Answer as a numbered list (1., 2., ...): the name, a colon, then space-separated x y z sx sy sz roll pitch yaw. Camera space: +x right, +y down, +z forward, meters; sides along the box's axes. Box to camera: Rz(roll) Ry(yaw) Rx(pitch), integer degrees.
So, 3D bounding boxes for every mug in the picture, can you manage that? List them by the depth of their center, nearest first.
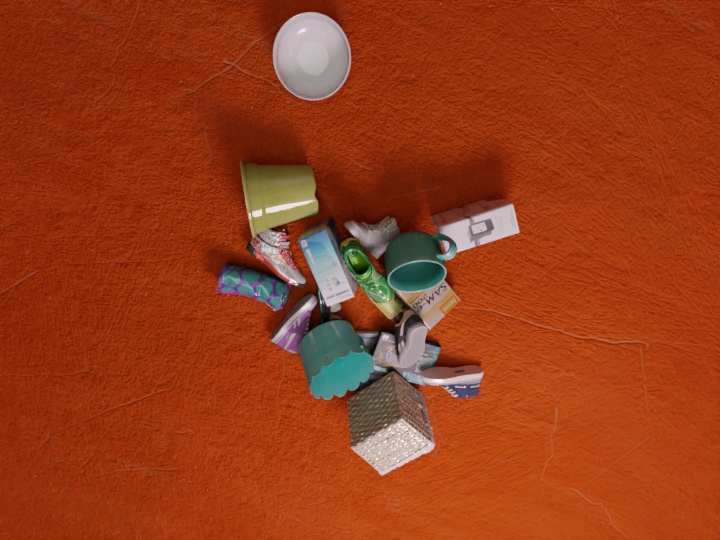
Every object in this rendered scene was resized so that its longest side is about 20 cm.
1. mug: 0.153 -0.034 1.364 0.182 0.116 0.153 -9 147 4

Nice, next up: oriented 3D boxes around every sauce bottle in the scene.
1. sauce bottle: 0.101 0.114 1.535 0.066 0.066 0.200 -41 104 12

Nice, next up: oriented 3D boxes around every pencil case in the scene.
1. pencil case: -0.303 0.047 1.509 0.198 0.085 0.094 18 78 -3

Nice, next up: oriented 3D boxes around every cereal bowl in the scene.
1. cereal bowl: -0.119 -0.534 1.334 0.197 0.083 0.203 0 107 1

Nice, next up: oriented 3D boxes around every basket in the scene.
1. basket: 0.083 0.437 1.533 0.199 0.199 0.161 -33 123 17

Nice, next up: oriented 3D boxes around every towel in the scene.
1. towel: 0.052 0.277 1.604 0.145 0.024 0.203 2 107 1

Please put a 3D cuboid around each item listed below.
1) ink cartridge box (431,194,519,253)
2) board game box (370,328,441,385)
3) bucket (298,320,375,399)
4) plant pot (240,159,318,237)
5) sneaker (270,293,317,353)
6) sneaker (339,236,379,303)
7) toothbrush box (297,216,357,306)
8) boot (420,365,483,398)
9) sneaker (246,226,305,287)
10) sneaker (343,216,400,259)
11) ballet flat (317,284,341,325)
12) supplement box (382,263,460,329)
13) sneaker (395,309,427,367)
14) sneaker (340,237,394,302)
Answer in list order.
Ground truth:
1. ink cartridge box: 0.302 -0.124 1.416 0.198 0.145 0.084 -18 107 6
2. board game box: 0.127 0.259 1.571 0.198 0.028 0.137 17 105 -17
3. bucket: -0.072 0.250 1.501 0.205 0.135 0.209 -18 141 -15
4. plant pot: -0.209 -0.201 1.394 0.182 0.200 0.203 -10 107 -8
5. sneaker: -0.164 0.161 1.554 0.114 0.073 0.201 36 114 -13
6. sneaker: 0.000 0.000 1.443 0.066 0.090 0.201 -35 96 -10
7. toothbrush box: -0.084 -0.026 1.451 0.084 0.147 0.202 -19 105 10
8. boot: 0.271 0.341 1.581 0.197 0.073 0.092 -1 111 -13
9. sneaker: -0.214 -0.048 1.489 0.201 0.067 0.108 37 106 -7
10. sneaker: 0.038 -0.113 1.421 0.115 0.200 0.074 -42 62 8
11. ballet flat: -0.091 0.123 1.544 0.067 0.068 0.202 -3 117 -8
12. supplement box: 0.169 0.047 1.493 0.126 0.074 0.200 -43 102 -4
13. sneaker: 0.139 0.190 1.495 0.078 0.080 0.201 -12 139 -22
14. sneaker: 0.012 0.011 1.346 0.074 0.084 0.201 -35 107 13
